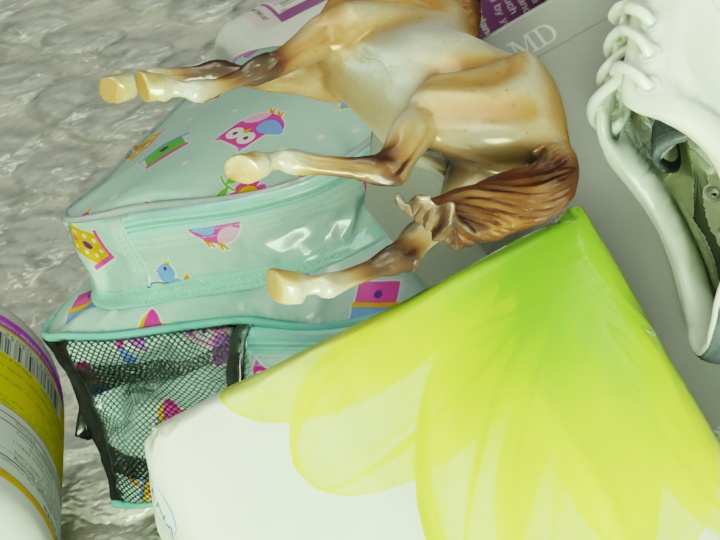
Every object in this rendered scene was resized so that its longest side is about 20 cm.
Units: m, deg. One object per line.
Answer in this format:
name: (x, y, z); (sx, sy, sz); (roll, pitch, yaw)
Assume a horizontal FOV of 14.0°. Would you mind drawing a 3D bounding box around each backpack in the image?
backpack: (0.000, 0.000, 1.091); (0.200, 0.154, 0.176); (5, 32, 30)

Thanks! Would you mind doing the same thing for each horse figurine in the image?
horse figurine: (0.008, -0.050, 0.882); (0.132, 0.050, 0.200); (-16, 34, -21)

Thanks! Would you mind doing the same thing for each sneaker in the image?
sneaker: (0.105, -0.065, 0.894); (0.071, 0.200, 0.073); (-9, -24, -22)

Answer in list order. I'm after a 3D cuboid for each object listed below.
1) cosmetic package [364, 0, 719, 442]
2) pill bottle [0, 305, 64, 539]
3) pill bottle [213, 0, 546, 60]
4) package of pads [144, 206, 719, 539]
cosmetic package: (0.097, 0.010, 0.947); (0.107, 0.200, 0.090); (-32, -17, -15)
pill bottle: (-0.163, 0.094, 1.088); (0.104, 0.104, 0.200); (-20, 26, 6)
pill bottle: (0.046, -0.100, 1.276); (0.200, 0.112, 0.112); (-27, 27, -9)
package of pads: (0.042, 0.103, 0.834); (0.154, 0.068, 0.200); (-26, 69, -5)
